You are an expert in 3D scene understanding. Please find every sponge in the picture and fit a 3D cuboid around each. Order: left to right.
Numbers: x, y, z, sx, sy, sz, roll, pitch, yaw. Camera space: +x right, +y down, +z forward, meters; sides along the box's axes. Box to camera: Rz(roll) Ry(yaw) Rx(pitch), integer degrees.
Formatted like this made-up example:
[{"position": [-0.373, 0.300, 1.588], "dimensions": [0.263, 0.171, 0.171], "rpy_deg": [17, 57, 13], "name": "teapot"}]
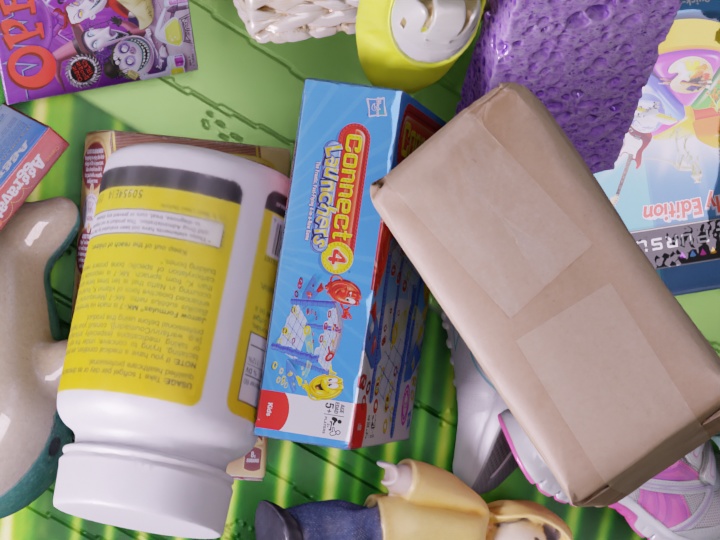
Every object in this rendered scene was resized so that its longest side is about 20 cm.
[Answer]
[{"position": [0.115, -0.114, 1.304], "dimensions": [0.111, 0.200, 0.030], "rpy_deg": [-13, 58, -19], "name": "sponge"}]

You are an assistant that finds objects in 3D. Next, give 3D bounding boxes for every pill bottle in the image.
[{"position": [-0.104, 0.040, 1.266], "dimensions": [0.114, 0.114, 0.201], "rpy_deg": [13, 77, -10], "name": "pill bottle"}]

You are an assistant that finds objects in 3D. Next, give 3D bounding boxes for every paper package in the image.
[{"position": [0.112, 0.018, 1.233], "dimensions": [0.103, 0.191, 0.200], "rpy_deg": [-35, 79, 7], "name": "paper package"}]

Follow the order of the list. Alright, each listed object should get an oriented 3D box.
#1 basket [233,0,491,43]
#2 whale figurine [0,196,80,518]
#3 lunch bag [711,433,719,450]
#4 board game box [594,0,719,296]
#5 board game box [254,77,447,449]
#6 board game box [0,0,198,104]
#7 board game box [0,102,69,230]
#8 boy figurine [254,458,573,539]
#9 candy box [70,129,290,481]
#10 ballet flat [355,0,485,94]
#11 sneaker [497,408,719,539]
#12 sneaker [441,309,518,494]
[{"position": [0.011, -0.244, 1.305], "dimensions": [0.198, 0.200, 0.161], "rpy_deg": [-7, 121, -10], "name": "basket"}, {"position": [-0.215, 0.054, 1.348], "dimensions": [0.159, 0.104, 0.201], "rpy_deg": [3, 65, 26], "name": "whale figurine"}, {"position": [0.295, 0.133, 1.372], "dimensions": [0.122, 0.200, 0.171], "rpy_deg": [-25, 94, 26], "name": "lunch bag"}, {"position": [0.200, -0.086, 1.438], "dimensions": [0.151, 0.047, 0.201], "rpy_deg": [-9, 92, -10], "name": "board game box"}, {"position": [0.000, 0.000, 1.324], "dimensions": [0.056, 0.200, 0.196], "rpy_deg": [8, 90, 11], "name": "board game box"}, {"position": [-0.167, -0.204, 1.347], "dimensions": [0.120, 0.032, 0.201], "rpy_deg": [-10, 114, -6], "name": "board game box"}, {"position": [-0.251, -0.008, 1.331], "dimensions": [0.019, 0.103, 0.200], "rpy_deg": [41, 84, -25], "name": "board game box"}, {"position": [0.035, 0.175, 1.374], "dimensions": [0.199, 0.064, 0.125], "rpy_deg": [1, 97, -22], "name": "boy figurine"}, {"position": [-0.110, 0.021, 1.370], "dimensions": [0.115, 0.055, 0.201], "rpy_deg": [5, 91, -24], "name": "candy box"}, {"position": [0.046, -0.166, 1.209], "dimensions": [0.067, 0.067, 0.200], "rpy_deg": [5, 124, -21], "name": "ballet flat"}, {"position": [0.180, 0.107, 1.383], "dimensions": [0.200, 0.081, 0.088], "rpy_deg": [22, 122, -40], "name": "sneaker"}, {"position": [0.085, 0.039, 1.415], "dimensions": [0.080, 0.070, 0.201], "rpy_deg": [20, 103, 29], "name": "sneaker"}]
